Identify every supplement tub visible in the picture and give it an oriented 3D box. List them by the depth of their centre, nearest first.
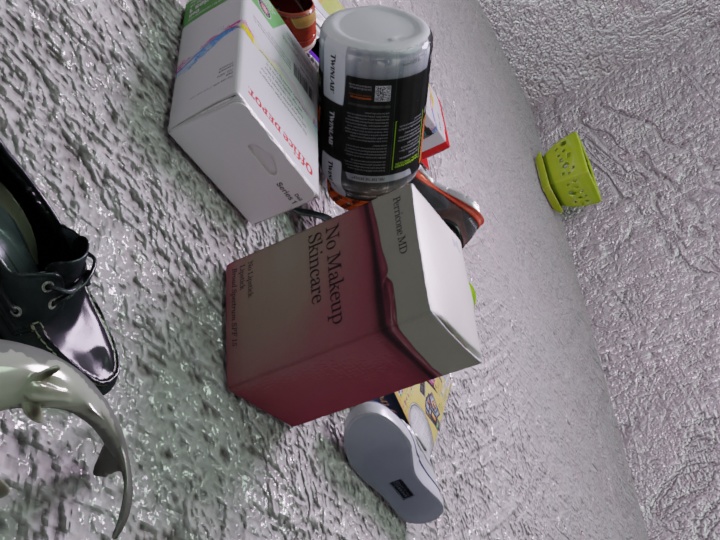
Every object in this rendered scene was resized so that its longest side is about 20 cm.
[{"bbox_3d":[0.012,-0.172,0.922,0.124,0.119,0.203,-82,177,-53],"label":"supplement tub"}]

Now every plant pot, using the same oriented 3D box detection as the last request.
[{"bbox_3d":[0.748,-0.344,3.056,0.200,0.179,0.202,46,30,-46],"label":"plant pot"}]

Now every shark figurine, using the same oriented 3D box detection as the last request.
[{"bbox_3d":[-0.193,0.063,0.429,0.213,0.088,0.131,18,87,-55],"label":"shark figurine"}]

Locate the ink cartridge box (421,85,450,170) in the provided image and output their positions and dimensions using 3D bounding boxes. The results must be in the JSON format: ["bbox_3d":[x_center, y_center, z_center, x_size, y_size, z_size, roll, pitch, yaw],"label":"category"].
[{"bbox_3d":[0.101,-0.284,1.507,0.200,0.066,0.118,43,33,-51],"label":"ink cartridge box"}]

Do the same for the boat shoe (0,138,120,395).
[{"bbox_3d":[-0.193,-0.008,0.497,0.202,0.065,0.075,63,21,-19],"label":"boat shoe"}]

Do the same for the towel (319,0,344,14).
[{"bbox_3d":[-0.050,-0.327,1.131,0.201,0.018,0.087,49,62,-22],"label":"towel"}]

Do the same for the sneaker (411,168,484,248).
[{"bbox_3d":[0.068,-0.089,1.144,0.083,0.197,0.077,-59,165,-18],"label":"sneaker"}]

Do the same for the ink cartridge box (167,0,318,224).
[{"bbox_3d":[-0.110,-0.172,0.837,0.145,0.083,0.203,49,28,-43],"label":"ink cartridge box"}]

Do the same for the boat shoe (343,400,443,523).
[{"bbox_3d":[0.033,0.194,0.899,0.066,0.072,0.202,-94,165,-49],"label":"boat shoe"}]

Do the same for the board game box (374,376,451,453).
[{"bbox_3d":[0.060,0.137,1.054,0.138,0.034,0.200,65,21,-13],"label":"board game box"}]

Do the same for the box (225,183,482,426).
[{"bbox_3d":[-0.010,0.035,0.733,0.109,0.197,0.130,41,34,-48],"label":"box"}]

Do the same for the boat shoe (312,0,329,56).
[{"bbox_3d":[-0.077,-0.292,1.040,0.199,0.071,0.067,35,44,-45],"label":"boat shoe"}]

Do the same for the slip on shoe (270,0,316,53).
[{"bbox_3d":[-0.112,-0.330,0.934,0.201,0.073,0.061,54,-28,14],"label":"slip on shoe"}]

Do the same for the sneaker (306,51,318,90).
[{"bbox_3d":[-0.051,-0.204,1.037,0.201,0.069,0.101,55,15,-39],"label":"sneaker"}]

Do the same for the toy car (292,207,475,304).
[{"bbox_3d":[0.000,0.000,0.921,0.200,0.159,0.164,43,7,37],"label":"toy car"}]
